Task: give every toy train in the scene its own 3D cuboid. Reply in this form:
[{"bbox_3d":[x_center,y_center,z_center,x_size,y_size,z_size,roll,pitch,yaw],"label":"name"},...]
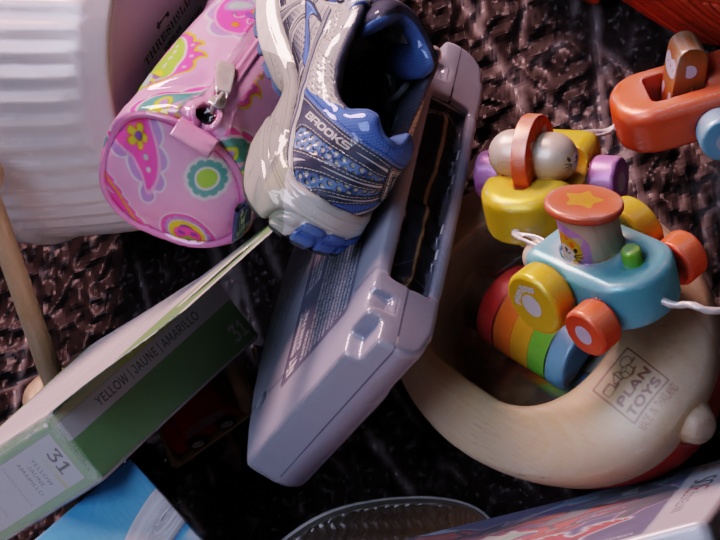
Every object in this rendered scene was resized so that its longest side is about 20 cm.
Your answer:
[{"bbox_3d":[-0.075,0.070,1.444,0.200,0.046,0.034,-35,57,23],"label":"toy train"},{"bbox_3d":[0.124,-0.045,1.253,0.150,0.056,0.200,-13,34,4],"label":"toy train"}]

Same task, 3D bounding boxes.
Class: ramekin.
[{"bbox_3d":[-0.128,-0.112,1.455,0.105,0.200,0.200,3,76,28],"label":"ramekin"}]

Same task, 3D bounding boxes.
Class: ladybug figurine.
[{"bbox_3d":[0.095,0.035,1.299,0.136,0.072,0.200,-51,43,0],"label":"ladybug figurine"}]

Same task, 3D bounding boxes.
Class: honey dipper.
[{"bbox_3d":[-0.167,0.022,1.442,0.038,0.200,0.038,-8,41,7],"label":"honey dipper"}]

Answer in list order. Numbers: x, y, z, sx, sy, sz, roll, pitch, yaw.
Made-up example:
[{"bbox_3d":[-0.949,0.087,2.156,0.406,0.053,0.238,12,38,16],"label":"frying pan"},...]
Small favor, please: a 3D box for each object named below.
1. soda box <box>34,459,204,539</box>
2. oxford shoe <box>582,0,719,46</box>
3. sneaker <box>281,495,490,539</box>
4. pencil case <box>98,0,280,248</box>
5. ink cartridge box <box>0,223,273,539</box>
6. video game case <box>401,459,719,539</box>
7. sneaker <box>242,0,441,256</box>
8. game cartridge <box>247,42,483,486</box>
[{"bbox_3d":[-0.062,0.180,1.284,0.068,0.064,0.200,-41,61,-7],"label":"soda box"},{"bbox_3d":[0.135,-0.157,1.338,0.200,0.071,0.073,28,87,47],"label":"oxford shoe"},{"bbox_3d":[-0.021,0.170,1.362,0.200,0.085,0.073,-23,57,4],"label":"sneaker"},{"bbox_3d":[-0.051,-0.096,1.399,0.087,0.087,0.200,-8,32,35],"label":"pencil case"},{"bbox_3d":[-0.096,0.046,1.337,0.200,0.146,0.048,-31,98,40],"label":"ink cartridge box"},{"bbox_3d":[0.064,0.122,1.210,0.200,0.182,0.023,-16,91,14],"label":"video game case"},{"bbox_3d":[0.003,-0.098,1.316,0.085,0.077,0.200,-43,32,35],"label":"sneaker"},{"bbox_3d":[0.000,0.000,1.334,0.133,0.041,0.200,-44,23,42],"label":"game cartridge"}]
